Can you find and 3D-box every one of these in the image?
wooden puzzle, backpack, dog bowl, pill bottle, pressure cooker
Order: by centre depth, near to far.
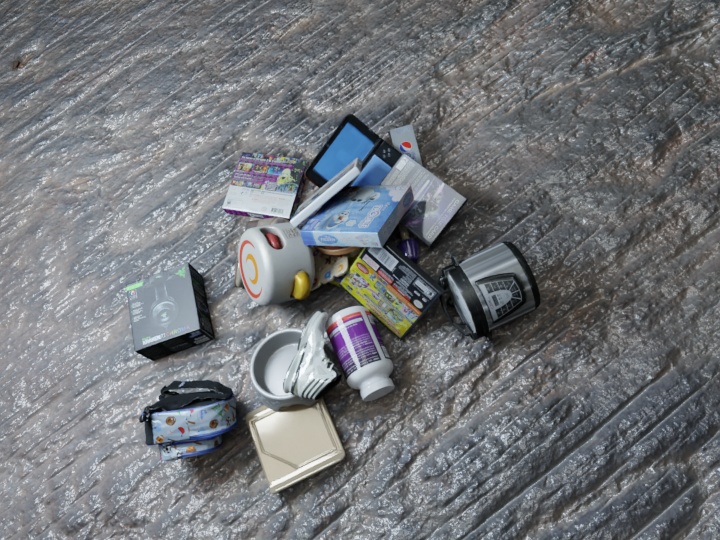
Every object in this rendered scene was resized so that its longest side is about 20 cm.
[{"bbox_3d":[0.277,0.050,1.336,0.199,0.179,0.176,-24,52,0],"label":"pressure cooker"},{"bbox_3d":[-0.370,0.332,1.338,0.189,0.200,0.155,-14,96,-3],"label":"backpack"},{"bbox_3d":[-0.148,0.375,1.358,0.184,0.037,0.201,-26,60,-1],"label":"wooden puzzle"},{"bbox_3d":[0.002,0.189,1.361,0.112,0.113,0.201,-24,65,0],"label":"pill bottle"},{"bbox_3d":[-0.165,0.224,1.391,0.199,0.059,0.201,-7,58,11],"label":"dog bowl"}]

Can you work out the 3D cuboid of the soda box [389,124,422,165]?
[{"bbox_3d":[0.129,-0.274,1.554,0.063,0.068,0.201,-14,65,7],"label":"soda box"}]

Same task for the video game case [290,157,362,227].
[{"bbox_3d":[-0.078,-0.189,1.429,0.200,0.182,0.023,-38,102,12],"label":"video game case"}]

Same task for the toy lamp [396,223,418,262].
[{"bbox_3d":[0.104,-0.112,1.498,0.058,0.058,0.201,-16,65,4],"label":"toy lamp"}]

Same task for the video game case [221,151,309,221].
[{"bbox_3d":[-0.255,-0.227,1.625,0.199,0.036,0.182,9,70,14],"label":"video game case"}]

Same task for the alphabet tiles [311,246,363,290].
[{"bbox_3d":[-0.075,-0.043,1.472,0.199,0.015,0.196,-27,40,24],"label":"alphabet tiles"}]

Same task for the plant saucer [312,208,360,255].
[{"bbox_3d":[-0.030,-0.112,1.443,0.199,0.032,0.201,-14,45,15],"label":"plant saucer"}]

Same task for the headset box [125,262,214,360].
[{"bbox_3d":[-0.478,0.097,1.502,0.173,0.093,0.201,-18,65,2],"label":"headset box"}]

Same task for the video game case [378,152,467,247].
[{"bbox_3d":[0.138,-0.173,1.456,0.200,0.019,0.143,40,96,17],"label":"video game case"}]

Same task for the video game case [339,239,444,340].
[{"bbox_3d":[0.067,0.038,1.366,0.200,0.181,0.025,42,39,7],"label":"video game case"}]

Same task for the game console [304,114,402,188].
[{"bbox_3d":[-0.010,-0.258,1.514,0.200,0.119,0.172,-52,55,8],"label":"game console"}]

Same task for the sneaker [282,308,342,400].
[{"bbox_3d":[-0.083,0.191,1.323,0.115,0.076,0.201,16,71,13],"label":"sneaker"}]

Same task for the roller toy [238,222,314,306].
[{"bbox_3d":[-0.192,-0.017,1.408,0.139,0.200,0.184,-12,93,-30],"label":"roller toy"}]

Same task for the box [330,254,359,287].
[{"bbox_3d":[0.000,0.000,1.477,0.199,0.048,0.118,24,75,17],"label":"box"}]

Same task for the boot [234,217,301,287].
[{"bbox_3d":[-0.232,-0.043,1.532,0.145,0.070,0.201,10,81,3],"label":"boot"}]

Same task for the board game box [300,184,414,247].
[{"bbox_3d":[-0.005,-0.127,1.361,0.198,0.044,0.200,3,39,28],"label":"board game box"}]
